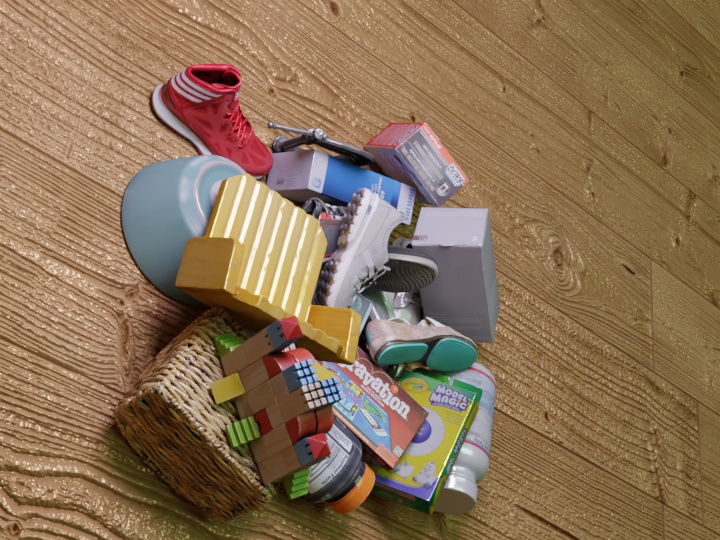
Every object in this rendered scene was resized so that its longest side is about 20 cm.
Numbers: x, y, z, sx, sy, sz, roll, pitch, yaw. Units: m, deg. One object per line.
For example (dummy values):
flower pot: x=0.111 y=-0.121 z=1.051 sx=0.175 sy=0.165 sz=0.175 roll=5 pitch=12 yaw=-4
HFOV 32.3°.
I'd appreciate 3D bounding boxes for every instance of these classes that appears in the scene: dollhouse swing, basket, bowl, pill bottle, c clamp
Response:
dollhouse swing: x=-0.089 y=-0.012 z=1.494 sx=0.199 sy=0.181 sz=0.178 roll=33 pitch=73 yaw=-30
basket: x=-0.171 y=0.175 z=1.470 sx=0.200 sy=0.142 sz=0.149 roll=45 pitch=46 yaw=-12
bowl: x=-0.196 y=-0.067 z=1.599 sx=0.199 sy=0.104 sz=0.203 roll=22 pitch=57 yaw=-37
pill bottle: x=0.134 y=0.238 z=1.780 sx=0.108 sy=0.108 sz=0.202 roll=33 pitch=50 yaw=-30
c clamp: x=-0.067 y=-0.176 z=1.745 sx=0.169 sy=0.200 sz=0.027 roll=14 pitch=84 yaw=-15
pill bottle: x=-0.070 y=0.222 z=1.581 sx=0.200 sy=0.106 sz=0.107 roll=46 pitch=44 yaw=-19

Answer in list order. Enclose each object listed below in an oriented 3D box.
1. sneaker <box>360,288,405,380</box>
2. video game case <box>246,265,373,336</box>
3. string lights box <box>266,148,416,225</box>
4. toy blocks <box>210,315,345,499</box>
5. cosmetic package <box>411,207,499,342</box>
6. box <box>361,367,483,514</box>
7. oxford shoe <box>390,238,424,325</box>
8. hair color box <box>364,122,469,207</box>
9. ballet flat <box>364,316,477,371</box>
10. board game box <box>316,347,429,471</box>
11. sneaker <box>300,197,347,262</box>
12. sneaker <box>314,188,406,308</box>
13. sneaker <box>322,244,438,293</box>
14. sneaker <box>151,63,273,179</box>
sneaker: x=0.015 y=0.073 z=1.779 sx=0.078 sy=0.074 sz=0.203 roll=5 pitch=61 yaw=-31
video game case: x=-0.088 y=0.073 z=1.663 sx=0.181 sy=0.023 sz=0.201 roll=37 pitch=55 yaw=-18
string lights box: x=-0.027 y=-0.115 z=1.791 sx=0.198 sy=0.102 sz=0.060 roll=17 pitch=80 yaw=-40
toy blocks: x=-0.077 y=0.140 z=1.371 sx=0.099 sy=0.136 sz=0.202 roll=-11 pitch=75 yaw=-42
cosmetic package: x=0.141 y=0.008 z=1.805 sx=0.091 sy=0.105 sz=0.202 roll=-72 pitch=160 yaw=-46
box: x=0.084 y=0.221 z=1.704 sx=0.049 sy=0.116 sz=0.201 roll=80 pitch=32 yaw=-52
oxford shoe: x=0.072 y=0.037 z=1.858 sx=0.075 sy=0.057 sz=0.203 roll=28 pitch=54 yaw=-38
hair color box: x=0.081 y=-0.162 z=1.868 sx=0.064 sy=0.200 sz=0.111 roll=-40 pitch=104 yaw=-5
ballet flat: x=0.084 y=0.094 z=1.724 sx=0.198 sy=0.068 sz=0.068 roll=11 pitch=36 yaw=-44
board game box: x=-0.008 y=0.160 z=1.646 sx=0.200 sy=0.019 sz=0.103 roll=43 pitch=53 yaw=-5
sneaker: x=-0.043 y=-0.060 z=1.663 sx=0.199 sy=0.077 sz=0.083 roll=-27 pitch=131 yaw=-37
sneaker: x=0.000 y=0.000 z=1.618 sx=0.081 sy=0.075 sz=0.202 roll=20 pitch=99 yaw=-17
sneaker: x=0.018 y=-0.034 z=1.743 sx=0.075 sy=0.197 sz=0.107 roll=75 pitch=25 yaw=-47
sneaker: x=-0.175 y=-0.201 z=1.680 sx=0.199 sy=0.115 sz=0.079 roll=31 pitch=50 yaw=-31
